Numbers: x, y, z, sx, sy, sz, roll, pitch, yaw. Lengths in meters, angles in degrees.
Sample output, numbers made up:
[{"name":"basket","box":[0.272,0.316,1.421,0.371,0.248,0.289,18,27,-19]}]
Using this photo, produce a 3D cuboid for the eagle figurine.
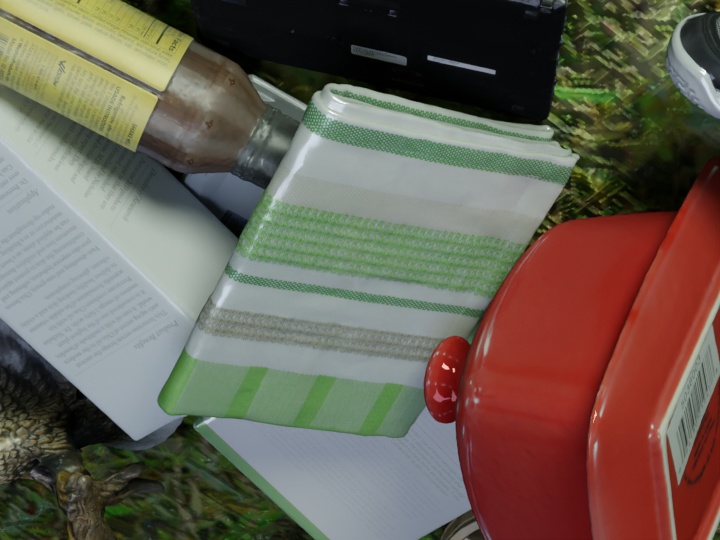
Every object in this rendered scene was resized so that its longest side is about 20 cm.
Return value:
[{"name":"eagle figurine","box":[-0.219,0.088,1.204,0.200,0.151,0.152,34,97,26]}]

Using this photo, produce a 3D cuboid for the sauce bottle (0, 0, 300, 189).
[{"name":"sauce bottle","box":[-0.102,-0.087,1.007,0.200,0.065,0.065,29,135,-4]}]

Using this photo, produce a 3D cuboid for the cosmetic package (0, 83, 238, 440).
[{"name":"cosmetic package","box":[-0.144,-0.014,1.083,0.101,0.071,0.200,-30,113,38]}]

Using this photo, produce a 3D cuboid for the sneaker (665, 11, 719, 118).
[{"name":"sneaker","box":[0.233,-0.111,0.876,0.200,0.076,0.114,7,135,4]}]

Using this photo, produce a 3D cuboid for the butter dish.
[{"name":"butter dish","box":[0.101,0.064,1.014,0.148,0.200,0.200,10,136,24]}]

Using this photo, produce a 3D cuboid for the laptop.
[{"name":"laptop","box":[0.015,-0.167,0.936,0.177,0.103,0.200,13,161,6]}]

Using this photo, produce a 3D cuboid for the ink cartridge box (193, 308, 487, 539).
[{"name":"ink cartridge box","box":[0.029,0.071,1.141,0.200,0.048,0.146,-33,118,22]}]

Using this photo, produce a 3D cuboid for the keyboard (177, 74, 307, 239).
[{"name":"keyboard","box":[-0.075,-0.028,1.105,0.056,0.011,0.200,25,136,-13]}]

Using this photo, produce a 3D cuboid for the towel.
[{"name":"towel","box":[0.000,0.000,1.022,0.149,0.031,0.200,10,127,-30]}]

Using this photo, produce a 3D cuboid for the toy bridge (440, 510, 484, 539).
[{"name":"toy bridge","box":[0.085,0.164,1.226,0.067,0.027,0.200,28,135,-9]}]
